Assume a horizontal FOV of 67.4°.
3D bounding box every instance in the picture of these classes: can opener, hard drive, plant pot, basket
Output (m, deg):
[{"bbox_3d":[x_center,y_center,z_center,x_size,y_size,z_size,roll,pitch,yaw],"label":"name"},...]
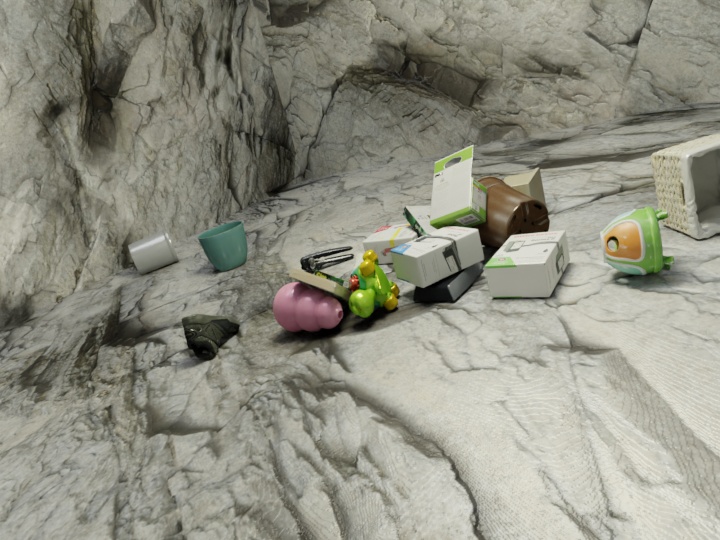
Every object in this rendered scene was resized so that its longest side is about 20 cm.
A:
[{"bbox_3d":[-0.118,-0.047,1.885,0.194,0.065,0.079,-18,17,-3],"label":"can opener"},{"bbox_3d":[0.228,0.019,1.405,0.132,0.043,0.199,-3,23,38],"label":"hard drive"},{"bbox_3d":[0.406,-0.141,1.501,0.196,0.205,0.198,-22,27,-17],"label":"plant pot"},{"bbox_3d":[-0.566,-0.097,2.282,0.195,0.165,0.201,-15,18,5],"label":"plant pot"},{"bbox_3d":[0.824,-0.207,1.279,0.194,0.204,0.161,-17,13,0],"label":"basket"}]

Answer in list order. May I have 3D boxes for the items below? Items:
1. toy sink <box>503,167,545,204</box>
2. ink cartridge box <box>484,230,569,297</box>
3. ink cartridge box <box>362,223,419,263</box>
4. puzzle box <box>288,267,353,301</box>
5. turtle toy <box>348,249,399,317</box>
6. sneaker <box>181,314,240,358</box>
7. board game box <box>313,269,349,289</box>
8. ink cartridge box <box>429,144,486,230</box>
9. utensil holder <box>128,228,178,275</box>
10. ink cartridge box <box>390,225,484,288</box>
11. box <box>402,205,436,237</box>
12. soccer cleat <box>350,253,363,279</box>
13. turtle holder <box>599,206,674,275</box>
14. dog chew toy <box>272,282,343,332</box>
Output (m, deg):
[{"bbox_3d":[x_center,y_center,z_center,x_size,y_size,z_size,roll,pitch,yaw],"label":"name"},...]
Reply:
[{"bbox_3d":[0.522,-0.238,1.755,0.109,0.134,0.200,-6,21,31],"label":"toy sink"},{"bbox_3d":[0.400,-0.017,1.282,0.142,0.086,0.199,-4,22,36],"label":"ink cartridge box"},{"bbox_3d":[0.128,-0.090,1.750,0.196,0.086,0.145,-3,23,36],"label":"ink cartridge box"},{"bbox_3d":[-0.092,0.042,1.411,0.130,0.026,0.200,19,-6,18],"label":"puzzle box"},{"bbox_3d":[0.023,0.048,1.382,0.100,0.147,0.201,-31,13,18],"label":"turtle toy"},{"bbox_3d":[-0.402,0.182,1.473,0.074,0.118,0.198,-13,-11,23],"label":"sneaker"},{"bbox_3d":[-0.074,0.026,1.514,0.102,0.024,0.200,22,-1,0],"label":"board game box"},{"bbox_3d":[0.274,-0.222,1.501,0.075,0.206,0.146,24,-27,-36],"label":"ink cartridge box"},{"bbox_3d":[-1.029,-0.090,2.688,0.196,0.174,0.169,-24,19,-16],"label":"utensil holder"},{"bbox_3d":[0.197,-0.041,1.397,0.196,0.087,0.144,-23,18,-21],"label":"ink cartridge box"},{"bbox_3d":[0.234,-0.135,1.674,0.140,0.037,0.201,-4,38,-24],"label":"box"},{"bbox_3d":[0.000,0.000,1.638,0.076,0.071,0.200,-21,21,-4],"label":"soccer cleat"},{"bbox_3d":[0.587,-0.066,1.163,0.128,0.145,0.186,-10,20,24],"label":"turtle holder"},{"bbox_3d":[-0.129,0.099,1.380,0.195,0.128,0.124,5,26,33],"label":"dog chew toy"}]
